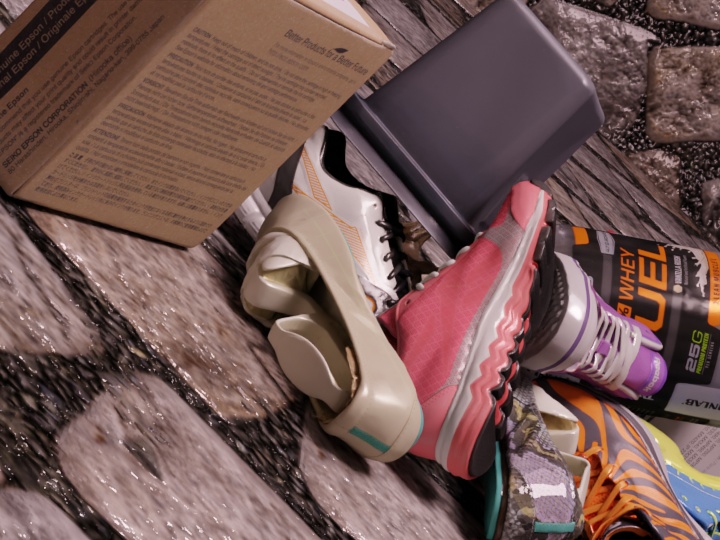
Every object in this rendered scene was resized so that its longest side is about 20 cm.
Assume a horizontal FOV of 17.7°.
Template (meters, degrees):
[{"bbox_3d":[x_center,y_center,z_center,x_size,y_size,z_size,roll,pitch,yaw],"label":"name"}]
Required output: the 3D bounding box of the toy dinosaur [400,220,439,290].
[{"bbox_3d":[0.013,0.009,1.502,0.101,0.058,0.200,32,20,20],"label":"toy dinosaur"}]

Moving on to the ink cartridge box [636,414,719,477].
[{"bbox_3d":[0.211,0.082,1.763,0.200,0.084,0.145,44,12,-3],"label":"ink cartridge box"}]

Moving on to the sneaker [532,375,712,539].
[{"bbox_3d":[0.157,0.144,1.434,0.200,0.078,0.112,49,12,16],"label":"sneaker"}]

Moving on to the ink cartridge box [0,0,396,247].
[{"bbox_3d":[-0.095,-0.102,1.200,0.075,0.165,0.200,50,12,21],"label":"ink cartridge box"}]

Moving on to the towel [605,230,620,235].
[{"bbox_3d":[0.270,0.053,1.767,0.200,0.022,0.145,50,14,28],"label":"towel"}]

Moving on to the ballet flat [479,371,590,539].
[{"bbox_3d":[0.098,0.108,1.363,0.072,0.072,0.200,41,15,-18],"label":"ballet flat"}]

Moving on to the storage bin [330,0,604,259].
[{"bbox_3d":[0.082,-0.084,1.446,0.146,0.134,0.200,50,5,8],"label":"storage bin"}]

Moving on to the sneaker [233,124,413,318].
[{"bbox_3d":[0.000,0.000,1.368,0.200,0.080,0.074,55,12,11],"label":"sneaker"}]

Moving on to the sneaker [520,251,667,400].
[{"bbox_3d":[0.148,0.041,1.443,0.114,0.073,0.200,27,4,-4],"label":"sneaker"}]

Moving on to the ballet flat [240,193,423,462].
[{"bbox_3d":[-0.028,0.024,1.268,0.069,0.069,0.200,33,18,-45],"label":"ballet flat"}]

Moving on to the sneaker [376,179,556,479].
[{"bbox_3d":[0.056,0.020,1.316,0.087,0.200,0.074,14,-35,12],"label":"sneaker"}]

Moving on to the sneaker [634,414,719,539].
[{"bbox_3d":[0.226,0.178,1.586,0.200,0.076,0.105,29,25,-13],"label":"sneaker"}]

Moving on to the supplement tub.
[{"bbox_3d":[0.181,0.036,1.611,0.200,0.123,0.123,10,19,-6],"label":"supplement tub"}]
